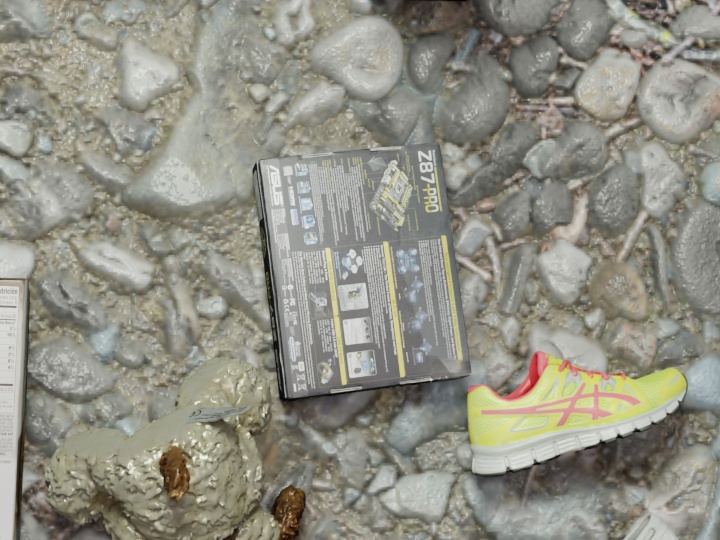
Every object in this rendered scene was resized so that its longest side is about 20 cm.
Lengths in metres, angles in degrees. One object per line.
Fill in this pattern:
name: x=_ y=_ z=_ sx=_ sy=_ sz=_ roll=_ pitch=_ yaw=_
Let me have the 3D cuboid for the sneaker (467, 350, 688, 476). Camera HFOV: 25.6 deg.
sneaker: x=0.179 y=0.106 z=1.328 sx=0.198 sy=0.078 sz=0.091 roll=-15 pitch=84 yaw=-12

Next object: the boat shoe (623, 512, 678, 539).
boat shoe: x=0.188 y=0.279 z=1.316 sx=0.199 sy=0.074 sz=0.066 roll=-36 pitch=85 yaw=-23

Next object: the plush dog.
plush dog: x=-0.124 y=0.192 z=1.239 sx=0.199 sy=0.160 sz=0.173 roll=-30 pitch=115 yaw=-11

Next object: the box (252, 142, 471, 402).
box: x=0.000 y=0.000 z=1.322 sx=0.160 sy=0.049 sz=0.202 roll=-7 pitch=84 yaw=-10

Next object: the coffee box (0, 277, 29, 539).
coffee box: x=-0.298 y=0.109 z=1.220 sx=0.079 sy=0.113 sz=0.202 roll=2 pitch=82 yaw=-10
